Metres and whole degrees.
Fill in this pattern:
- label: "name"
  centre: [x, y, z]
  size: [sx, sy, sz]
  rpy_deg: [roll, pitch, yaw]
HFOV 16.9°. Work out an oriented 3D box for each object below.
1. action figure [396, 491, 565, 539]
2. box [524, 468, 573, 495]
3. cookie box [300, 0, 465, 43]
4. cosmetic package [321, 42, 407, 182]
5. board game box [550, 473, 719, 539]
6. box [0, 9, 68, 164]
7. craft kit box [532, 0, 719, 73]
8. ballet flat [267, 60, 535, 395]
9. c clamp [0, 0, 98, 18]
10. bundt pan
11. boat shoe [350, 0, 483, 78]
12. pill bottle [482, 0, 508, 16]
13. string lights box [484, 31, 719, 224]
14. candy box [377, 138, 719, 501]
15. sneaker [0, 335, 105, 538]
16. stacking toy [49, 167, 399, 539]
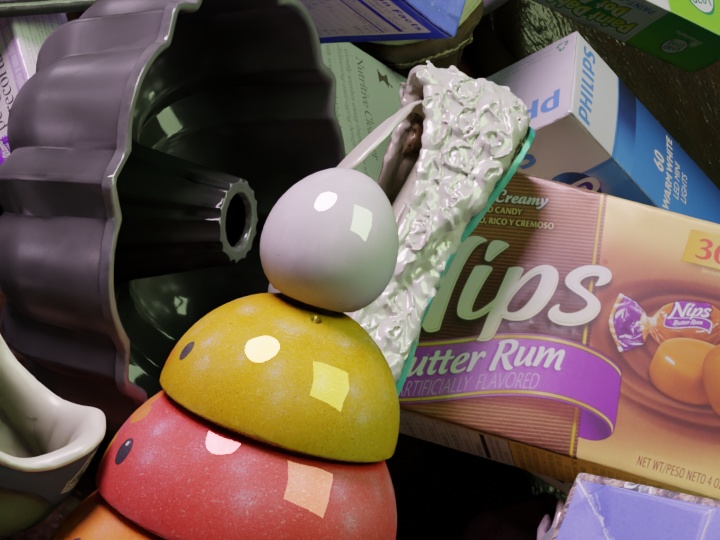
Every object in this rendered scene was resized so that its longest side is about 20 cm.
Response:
- label: "action figure"
  centre: [0.037, 0.150, 1.068]
  size: [0.200, 0.149, 0.134]
  rpy_deg: [7, 14, -40]
- label: "box"
  centre: [0.104, 0.086, 1.145]
  size: [0.110, 0.035, 0.200]
  rpy_deg: [32, 0, 19]
- label: "cookie box"
  centre: [-0.025, -0.192, 1.085]
  size: [0.075, 0.200, 0.171]
  rpy_deg: [30, 71, -41]
- label: "cosmetic package"
  centre: [0.010, -0.028, 1.171]
  size: [0.200, 0.081, 0.113]
  rpy_deg: [24, 46, -46]
- label: "board game box"
  centre: [0.135, 0.200, 0.953]
  size: [0.200, 0.097, 0.159]
  rpy_deg: [48, 59, -47]
- label: "box"
  centre: [-0.157, -0.122, 1.037]
  size: [0.041, 0.039, 0.200]
  rpy_deg: [10, 55, -53]
- label: "craft kit box"
  centre: [0.124, -0.230, 1.352]
  size: [0.200, 0.049, 0.198]
  rpy_deg: [18, 60, -40]
- label: "ballet flat"
  centre: [0.000, 0.000, 0.983]
  size: [0.072, 0.072, 0.200]
  rpy_deg: [41, 68, -31]
- label: "c clamp"
  centre: [-0.169, -0.178, 1.019]
  size: [0.200, 0.027, 0.171]
  rpy_deg: [-15, 76, -35]
- label: "bundt pan"
  centre: [-0.081, -0.022, 0.966]
  size: [0.202, 0.076, 0.202]
  rpy_deg: [5, 90, -66]
- label: "boat shoe"
  centre: [0.031, -0.116, 1.246]
  size: [0.202, 0.075, 0.075]
  rpy_deg: [-100, 174, -77]
- label: "pill bottle"
  centre: [0.039, -0.251, 1.393]
  size: [0.200, 0.114, 0.114]
  rpy_deg: [54, 29, -11]
- label: "string lights box"
  centre: [0.117, -0.010, 1.139]
  size: [0.200, 0.103, 0.059]
  rpy_deg: [44, 37, -30]
- label: "candy box"
  centre: [0.091, 0.027, 1.029]
  size: [0.056, 0.200, 0.117]
  rpy_deg: [68, 39, -72]
- label: "sneaker"
  centre: [-0.169, 0.014, 0.835]
  size: [0.200, 0.090, 0.067]
  rpy_deg: [48, 31, -20]
- label: "stacking toy"
  centre: [-0.033, 0.059, 0.866]
  size: [0.146, 0.146, 0.200]
  rpy_deg: [9, 101, -55]
